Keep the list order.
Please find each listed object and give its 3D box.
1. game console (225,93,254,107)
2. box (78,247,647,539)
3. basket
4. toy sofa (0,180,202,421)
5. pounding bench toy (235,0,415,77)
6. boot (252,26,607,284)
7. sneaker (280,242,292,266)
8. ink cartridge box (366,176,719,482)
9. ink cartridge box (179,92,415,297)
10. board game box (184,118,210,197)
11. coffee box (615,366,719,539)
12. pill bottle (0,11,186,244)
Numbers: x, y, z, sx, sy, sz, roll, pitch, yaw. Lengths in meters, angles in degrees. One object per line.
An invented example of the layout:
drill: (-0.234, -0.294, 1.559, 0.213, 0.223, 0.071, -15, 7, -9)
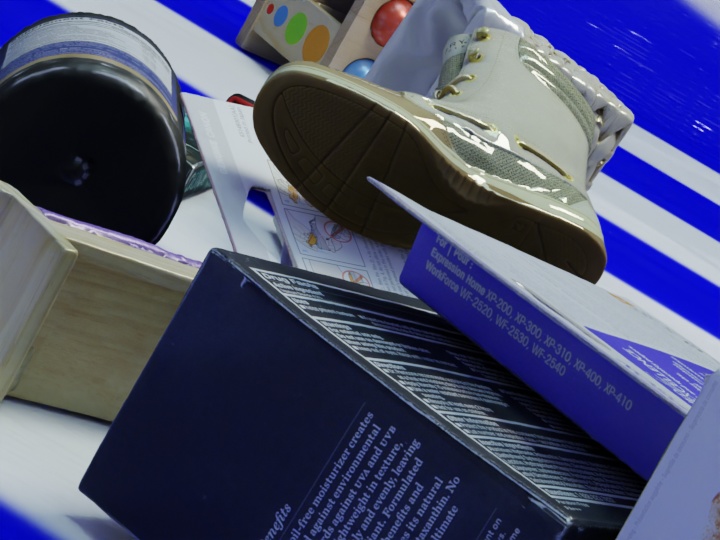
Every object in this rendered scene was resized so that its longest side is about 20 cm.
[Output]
game console: (0.003, -0.055, 1.989, 0.177, 0.031, 0.200, 28, 0, 12)
box: (0.032, 0.102, 1.203, 0.198, 0.123, 0.200, 38, 12, 32)
basket: (0.057, -0.062, 1.802, 0.123, 0.200, 0.136, 30, 10, -18)
toy sofa: (-0.099, 0.024, 1.327, 0.200, 0.083, 0.098, 18, 17, -42)
pounding bench toy: (0.035, -0.177, 2.419, 0.200, 0.124, 0.156, 21, 14, -37)
boot: (0.038, -0.078, 1.556, 0.200, 0.072, 0.155, 27, 34, -15)
sneaker: (0.050, 0.039, 1.631, 0.200, 0.077, 0.111, 40, 21, 27)
ink cartridge box: (0.110, 0.047, 1.216, 0.198, 0.043, 0.200, 38, 9, 39)
ink cartridge box: (0.000, 0.000, 1.529, 0.176, 0.045, 0.200, 9, 39, -27)
board game box: (-0.143, -0.095, 1.876, 0.135, 0.028, 0.200, 29, 11, 5)
coffee box: (0.197, 0.178, 1.085, 0.200, 0.200, 0.198, 13, 19, -49)
pill bottle: (-0.146, -0.073, 1.560, 0.112, 0.112, 0.200, 27, 11, -10)
